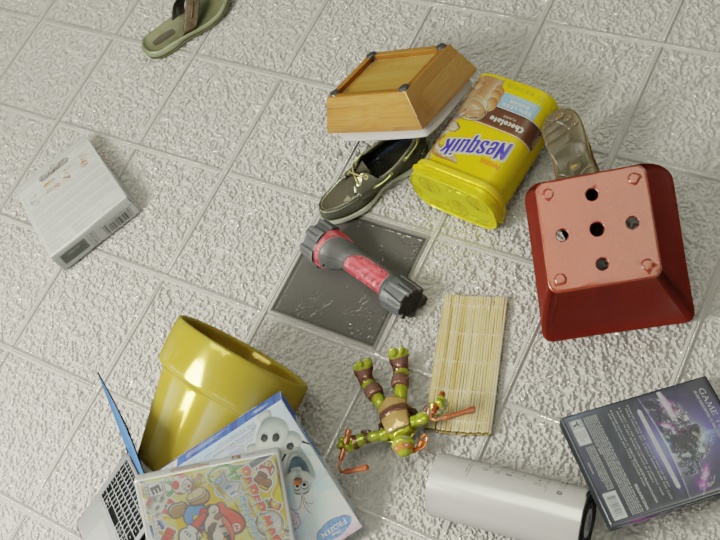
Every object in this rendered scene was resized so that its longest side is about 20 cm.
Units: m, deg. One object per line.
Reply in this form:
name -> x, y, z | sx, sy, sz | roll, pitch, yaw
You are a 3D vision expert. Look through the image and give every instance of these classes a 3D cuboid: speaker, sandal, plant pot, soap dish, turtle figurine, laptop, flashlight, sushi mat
speaker -> 0.179, 0.279, 1.295 | 0.197, 0.081, 0.082 | 9, 65, 25
sandal -> -0.313, -0.458, 1.927 | 0.200, 0.058, 0.080 | -40, 55, -5
plant pot -> -0.198, 0.190, 1.434 | 0.199, 0.200, 0.191 | 27, 88, 31
soap dish -> 0.054, -0.268, 1.613 | 0.198, 0.082, 0.158 | 5, 44, 44
plant pot -> 0.303, -0.033, 1.339 | 0.197, 0.176, 0.204 | -9, 78, 15
turtle figurine -> 0.053, 0.181, 1.410 | 0.198, 0.064, 0.163 | -28, 47, 14
laptop -> -0.341, 0.275, 1.414 | 0.201, 0.115, 0.187 | -54, 29, -1
flashlight -> 0.000, 0.000, 1.534 | 0.068, 0.068, 0.199 | -47, 55, -11
sushi mat -> 0.142, 0.124, 1.441 | 0.094, 0.012, 0.203 | 0, 61, 20

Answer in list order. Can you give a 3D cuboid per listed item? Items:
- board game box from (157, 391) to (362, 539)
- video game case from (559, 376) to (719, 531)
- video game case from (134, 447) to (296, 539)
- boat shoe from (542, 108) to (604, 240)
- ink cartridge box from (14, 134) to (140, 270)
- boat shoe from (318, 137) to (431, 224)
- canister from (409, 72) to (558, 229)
board game box -> -0.131, 0.290, 1.351 | 0.198, 0.201, 0.043 | -32, 12, 0
video game case -> 0.353, 0.212, 1.266 | 0.197, 0.019, 0.144 | -13, 55, -12
video game case -> -0.170, 0.330, 1.321 | 0.179, 0.204, 0.023 | -10, 12, -5
boat shoe -> 0.304, -0.122, 1.488 | 0.071, 0.067, 0.204 | -15, 74, 24
ink cartridge box -> -0.478, -0.116, 1.804 | 0.162, 0.057, 0.200 | -39, 47, -3
boat shoe -> 0.015, -0.147, 1.619 | 0.200, 0.060, 0.072 | -36, 55, -2
canister -> 0.183, -0.177, 1.558 | 0.147, 0.087, 0.201 | 24, 70, 30
